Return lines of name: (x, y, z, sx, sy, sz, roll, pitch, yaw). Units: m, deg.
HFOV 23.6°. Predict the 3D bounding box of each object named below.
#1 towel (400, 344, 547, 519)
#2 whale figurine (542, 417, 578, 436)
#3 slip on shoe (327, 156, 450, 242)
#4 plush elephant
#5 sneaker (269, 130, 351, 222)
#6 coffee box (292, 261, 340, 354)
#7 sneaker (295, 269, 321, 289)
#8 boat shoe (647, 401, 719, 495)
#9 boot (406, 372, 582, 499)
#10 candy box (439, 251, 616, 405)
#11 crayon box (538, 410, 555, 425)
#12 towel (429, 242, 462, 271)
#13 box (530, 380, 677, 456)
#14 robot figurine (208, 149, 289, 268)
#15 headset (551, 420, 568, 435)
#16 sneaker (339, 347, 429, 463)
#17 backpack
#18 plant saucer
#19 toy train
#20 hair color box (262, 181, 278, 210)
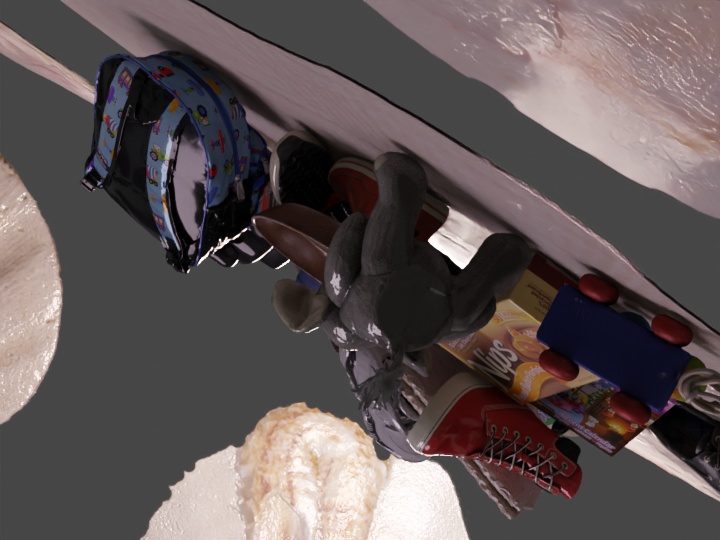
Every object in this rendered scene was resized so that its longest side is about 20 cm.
towel: (0.122, 0.146, 1.741, 0.200, 0.034, 0.132, 49, -145, 0)
whale figurine: (0.188, 0.113, 1.972, 0.199, 0.104, 0.159, 25, 180, -10)
slip on shoe: (0.015, -0.059, 1.584, 0.074, 0.061, 0.200, 32, 179, -27)
plush elephant: (0.020, 0.016, 1.446, 0.164, 0.201, 0.155, 26, 176, -27)
sneaker: (-0.064, -0.096, 1.716, 0.093, 0.070, 0.200, 47, 177, 26)
coffee box: (-0.011, 0.015, 2.063, 0.114, 0.080, 0.201, 31, -154, -52)
sneaker: (0.000, 0.000, 1.798, 0.075, 0.089, 0.200, 0, -173, -33)
boat shoe: (0.374, 0.193, 1.825, 0.057, 0.069, 0.200, 36, 178, -44)
boot: (0.135, 0.164, 1.602, 0.144, 0.073, 0.200, 41, -159, 18)
candy box: (0.150, 0.056, 1.539, 0.115, 0.055, 0.200, 36, 161, -8)
crayon box: (0.110, 0.139, 1.913, 0.200, 0.052, 0.126, 37, 151, -10)
towel: (0.084, 0.017, 1.871, 0.200, 0.050, 0.148, 37, -170, -51)
box: (0.198, 0.090, 1.671, 0.199, 0.039, 0.137, 33, 146, -1)
robot figurine: (-0.149, -0.087, 1.995, 0.200, 0.125, 0.150, 36, -172, -21)
headset: (0.175, 0.078, 1.778, 0.200, 0.094, 0.123, 46, 173, -21)
sneaker: (0.049, 0.149, 1.817, 0.115, 0.075, 0.201, 42, 162, 52)
backpack: (-0.178, -0.131, 1.688, 0.182, 0.134, 0.201, 40, 144, 23)
plant saucer: (-0.012, -0.007, 1.629, 0.200, 0.035, 0.200, 33, 171, 6)
toy train: (0.245, 0.084, 1.352, 0.199, 0.085, 0.116, 31, -173, 31)
hair color box: (-0.017, -0.029, 1.927, 0.200, 0.061, 0.102, 38, -156, -20)
